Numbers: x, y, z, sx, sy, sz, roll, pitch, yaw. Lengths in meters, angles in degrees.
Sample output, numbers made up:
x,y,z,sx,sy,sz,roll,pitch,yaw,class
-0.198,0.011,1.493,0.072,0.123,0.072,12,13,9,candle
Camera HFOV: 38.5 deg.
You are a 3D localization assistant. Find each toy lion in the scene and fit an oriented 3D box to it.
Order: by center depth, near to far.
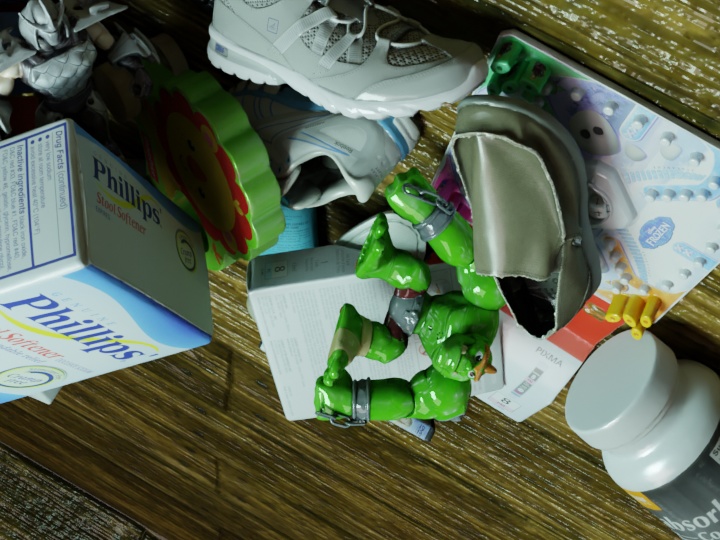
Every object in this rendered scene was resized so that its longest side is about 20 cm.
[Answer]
x,y,z,sx,sy,sz,roll,pitch,yaw,class
-0.123,-0.074,0.798,0.192,0.068,0.202,44,152,29,toy lion

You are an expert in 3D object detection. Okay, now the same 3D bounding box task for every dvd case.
x,y,z,sx,sy,sz,roll,pitch,yaw,class
-0.010,0.123,1.094,0.198,0.018,0.143,28,177,6,dvd case

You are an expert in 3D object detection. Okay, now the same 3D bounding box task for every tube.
x,y,z,sx,sy,sz,roll,pitch,yaw,class
-0.067,-0.031,0.924,0.076,0.051,0.201,-3,145,2,tube

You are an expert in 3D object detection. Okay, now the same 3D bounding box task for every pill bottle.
x,y,z,sx,sy,sz,roll,pitch,yaw,class
0.260,0.143,0.800,0.199,0.117,0.116,38,152,-15,pill bottle

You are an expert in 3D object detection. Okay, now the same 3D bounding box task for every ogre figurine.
x,y,z,sx,sy,sz,roll,pitch,yaw,class
0.046,0.035,0.764,0.118,0.204,0.098,17,-177,-8,ogre figurine

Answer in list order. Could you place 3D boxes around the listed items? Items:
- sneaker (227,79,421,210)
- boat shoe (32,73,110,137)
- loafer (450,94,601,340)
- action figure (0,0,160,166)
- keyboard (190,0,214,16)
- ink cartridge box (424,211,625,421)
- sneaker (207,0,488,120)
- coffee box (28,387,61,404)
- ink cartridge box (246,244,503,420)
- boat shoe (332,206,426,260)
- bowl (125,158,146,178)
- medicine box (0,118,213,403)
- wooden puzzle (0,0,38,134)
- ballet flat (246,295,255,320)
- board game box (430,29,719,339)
x,y,z,sx,sy,sz,roll,pitch,yaw,class
-0.054,-0.089,0.771,0.198,0.087,0.075,7,148,42,sneaker
-0.243,-0.096,0.862,0.071,0.204,0.061,-8,145,-9,boat shoe
0.107,-0.027,0.659,0.074,0.070,0.201,7,144,37,loafer
-0.197,-0.112,0.705,0.070,0.128,0.201,57,159,26,action figure
-0.165,-0.243,0.676,0.199,0.040,0.104,37,153,-13,keyboard
0.112,0.048,0.872,0.161,0.058,0.200,32,158,0,ink cartridge box
-0.015,-0.149,0.633,0.197,0.075,0.083,17,124,22,sneaker
-0.395,-0.014,1.121,0.197,0.202,0.199,13,148,30,coffee box
0.017,0.047,0.865,0.196,0.048,0.162,-9,131,3,ink cartridge box
0.000,0.000,0.888,0.075,0.061,0.200,35,135,-9,boat shoe
-0.254,-0.052,0.965,0.197,0.107,0.201,2,-175,0,bowl
-0.230,0.005,0.713,0.197,0.105,0.182,-16,158,13,medicine box
-0.268,-0.170,0.781,0.045,0.188,0.201,-7,150,-13,wooden puzzle
-0.027,0.060,1.026,0.197,0.070,0.070,27,153,11,ballet flat
0.149,-0.045,0.693,0.198,0.026,0.201,30,152,4,board game box
